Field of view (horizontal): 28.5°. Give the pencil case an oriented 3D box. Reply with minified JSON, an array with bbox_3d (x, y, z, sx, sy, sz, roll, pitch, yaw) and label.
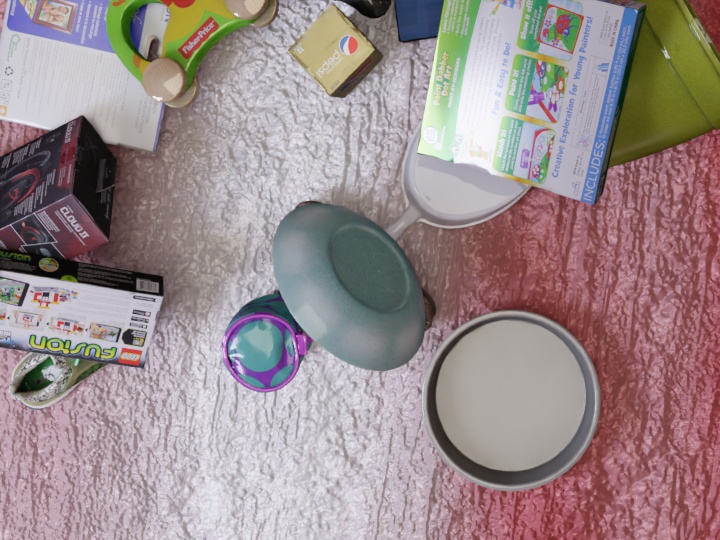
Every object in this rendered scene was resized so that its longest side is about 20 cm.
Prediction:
[{"bbox_3d":[-0.096,0.073,1.511,0.091,0.200,0.086,-4,95,1],"label":"pencil case"}]

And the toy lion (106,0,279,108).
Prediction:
[{"bbox_3d":[-0.196,-0.306,1.519,0.200,0.069,0.192,-44,82,8],"label":"toy lion"}]

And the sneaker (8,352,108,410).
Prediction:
[{"bbox_3d":[-0.314,0.090,1.583,0.200,0.089,0.077,-41,91,6],"label":"sneaker"}]

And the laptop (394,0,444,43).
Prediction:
[{"bbox_3d":[0.118,-0.352,1.502,0.185,0.116,0.203,-9,95,4],"label":"laptop"}]

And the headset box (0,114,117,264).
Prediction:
[{"bbox_3d":[-0.348,-0.069,1.523,0.198,0.149,0.075,-25,128,13],"label":"headset box"}]

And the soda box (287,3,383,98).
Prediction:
[{"bbox_3d":[-0.023,-0.225,1.480,0.068,0.200,0.064,-45,91,7],"label":"soda box"}]

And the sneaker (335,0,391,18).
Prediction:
[{"bbox_3d":[-0.051,-0.323,1.532,0.200,0.075,0.088,46,119,18],"label":"sneaker"}]

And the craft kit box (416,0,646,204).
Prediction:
[{"bbox_3d":[0.166,-0.188,1.415,0.195,0.048,0.202,17,114,16],"label":"craft kit box"}]

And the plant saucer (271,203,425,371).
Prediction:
[{"bbox_3d":[0.000,0.006,1.479,0.201,0.201,0.039,48,129,-2],"label":"plant saucer"}]

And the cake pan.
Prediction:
[{"bbox_3d":[0.167,0.143,1.582,0.197,0.037,0.203,0,95,3],"label":"cake pan"}]

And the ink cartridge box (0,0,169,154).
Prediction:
[{"bbox_3d":[-0.300,-0.246,1.577,0.197,0.047,0.200,13,95,0],"label":"ink cartridge box"}]

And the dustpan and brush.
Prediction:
[{"bbox_3d":[0.078,-0.083,1.567,0.200,0.057,0.140,-43,90,-1],"label":"dustpan and brush"}]

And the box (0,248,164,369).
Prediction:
[{"bbox_3d":[-0.315,0.040,1.499,0.198,0.035,0.111,10,129,-16],"label":"box"}]

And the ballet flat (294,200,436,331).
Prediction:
[{"bbox_3d":[0.000,0.000,1.567,0.200,0.046,0.067,42,133,-3],"label":"ballet flat"}]

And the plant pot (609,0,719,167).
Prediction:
[{"bbox_3d":[0.274,-0.198,1.481,0.192,0.200,0.202,-30,93,18],"label":"plant pot"}]
